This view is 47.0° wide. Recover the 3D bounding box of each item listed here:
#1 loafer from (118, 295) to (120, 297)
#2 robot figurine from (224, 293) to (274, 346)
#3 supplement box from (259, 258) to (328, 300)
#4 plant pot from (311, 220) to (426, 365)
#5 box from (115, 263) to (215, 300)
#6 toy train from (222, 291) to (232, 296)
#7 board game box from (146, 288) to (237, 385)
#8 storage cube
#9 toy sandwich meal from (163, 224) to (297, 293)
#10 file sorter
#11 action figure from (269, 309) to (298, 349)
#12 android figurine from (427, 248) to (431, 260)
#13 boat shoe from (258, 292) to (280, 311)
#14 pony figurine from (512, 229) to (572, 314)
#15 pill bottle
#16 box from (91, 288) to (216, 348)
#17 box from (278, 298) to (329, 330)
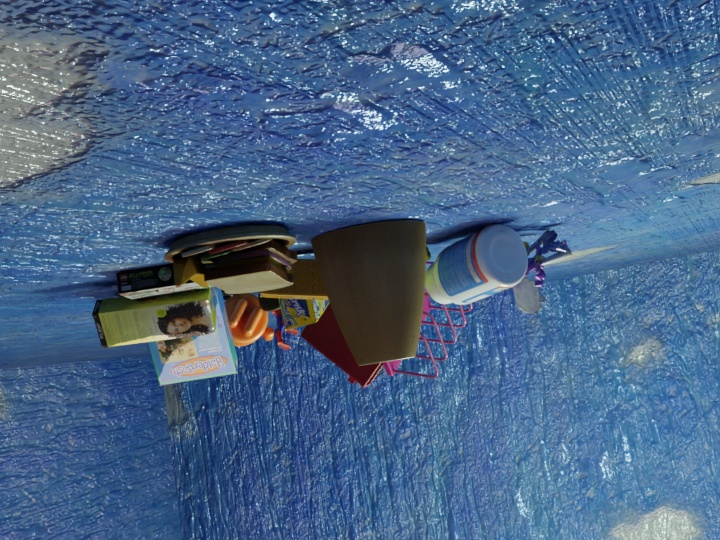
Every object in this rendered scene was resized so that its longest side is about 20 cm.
[{"bbox_3d":[-0.442,0.080,1.596,0.061,0.074,0.200,-2,177,4],"label":"loafer"},{"bbox_3d":[-0.275,0.113,1.910,0.141,0.119,0.200,-10,173,-15],"label":"robot figurine"},{"bbox_3d":[-0.073,0.016,1.406,0.195,0.071,0.067,0,173,-6],"label":"supplement box"},{"bbox_3d":[0.025,0.041,1.290,0.182,0.205,0.186,-7,174,-1],"label":"plant pot"},{"bbox_3d":[-0.286,0.013,1.346,0.195,0.036,0.110,-9,174,-5],"label":"box"},{"bbox_3d":[-0.195,0.022,1.575,0.196,0.035,0.046,-12,177,25],"label":"toy train"},{"bbox_3d":[-0.312,0.107,1.490,0.148,0.204,0.045,-8,-147,-2],"label":"board game box"},{"bbox_3d":[-0.006,0.129,1.816,0.201,0.179,0.171,-53,173,-1],"label":"storage cube"},{"bbox_3d":[-0.174,-0.010,1.141,0.200,0.072,0.205,-9,174,-1],"label":"toy sandwich meal"},{"bbox_3d":[0.127,0.095,1.645,0.123,0.141,0.201,5,-136,33],"label":"file sorter"},{"bbox_3d":[-0.164,0.118,1.962,0.098,0.066,0.201,24,-160,-27],"label":"action figure"},{"bbox_3d":[0.037,0.020,1.531,0.197,0.041,0.183,-27,159,-17],"label":"android figurine"},{"bbox_3d":[-0.137,0.053,1.783,0.198,0.075,0.062,-11,-179,43],"label":"boat shoe"},{"bbox_3d":[0.304,-0.007,1.592,0.197,0.169,0.193,-25,-179,-20],"label":"pony figurine"},{"bbox_3d":[0.200,-0.003,1.495,0.110,0.115,0.199,-5,168,-31],"label":"pill bottle"},{"bbox_3d":[-0.349,0.078,1.410,0.195,0.077,0.050,-8,-149,-1],"label":"box"},{"bbox_3d":[-0.104,0.050,1.578,0.063,0.072,0.200,-12,-172,7],"label":"box"}]
